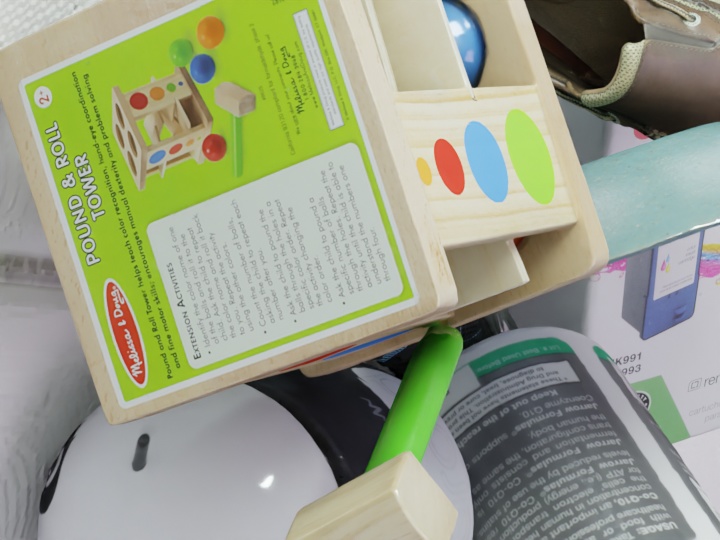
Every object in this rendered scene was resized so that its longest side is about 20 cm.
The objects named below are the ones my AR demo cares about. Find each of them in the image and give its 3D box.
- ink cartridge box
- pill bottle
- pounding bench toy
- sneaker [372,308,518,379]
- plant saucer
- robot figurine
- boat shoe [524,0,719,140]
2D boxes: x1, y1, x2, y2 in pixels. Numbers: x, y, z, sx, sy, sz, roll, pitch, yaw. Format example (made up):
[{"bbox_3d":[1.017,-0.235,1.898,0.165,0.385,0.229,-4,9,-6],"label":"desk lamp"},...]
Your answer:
[{"bbox_3d":[0.139,-0.023,1.155,0.145,0.087,0.200,-14,122,-30],"label":"ink cartridge box"},{"bbox_3d":[0.096,0.125,1.003,0.113,0.200,0.113,-14,133,-16],"label":"pill bottle"},{"bbox_3d":[0.000,0.000,0.809,0.156,0.124,0.200,-9,79,-62],"label":"pounding bench toy"},{"bbox_3d":[0.021,0.017,1.062,0.082,0.073,0.200,-33,136,-24],"label":"sneaker"},{"bbox_3d":[0.092,-0.020,0.944,0.201,0.201,0.039,-14,85,-61],"label":"plant saucer"},{"bbox_3d":[-0.036,0.094,0.919,0.125,0.150,0.200,-48,162,19],"label":"robot figurine"},{"bbox_3d":[0.110,-0.083,0.998,0.075,0.202,0.075,-61,179,35],"label":"boat shoe"}]
